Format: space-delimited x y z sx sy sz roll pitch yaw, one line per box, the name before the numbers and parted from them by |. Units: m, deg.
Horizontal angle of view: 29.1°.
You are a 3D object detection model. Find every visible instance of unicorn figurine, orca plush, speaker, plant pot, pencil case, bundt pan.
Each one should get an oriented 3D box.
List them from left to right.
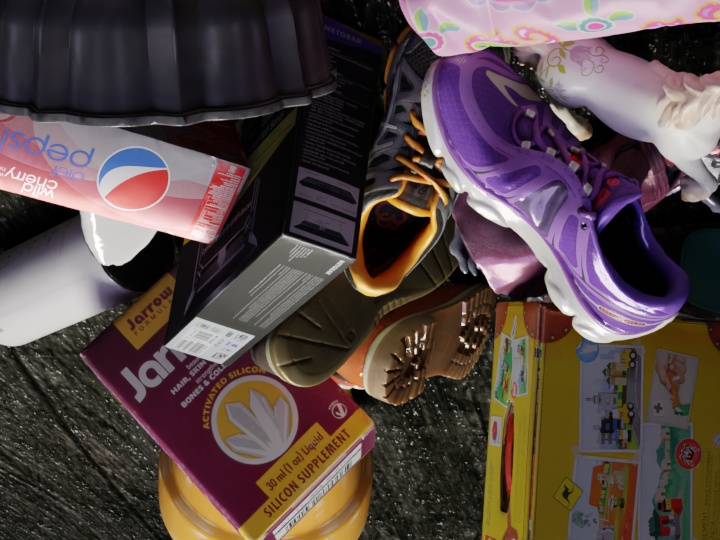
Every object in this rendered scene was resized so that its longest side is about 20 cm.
speaker | -0.239 0.002 1.138 0.081 0.082 0.199 33 144 -33
orca plush | -0.161 -0.104 0.937 0.104 0.071 0.202 -13 131 -16
bundt pan | -0.110 -0.138 0.766 0.199 0.202 0.077 4 109 14
plant pot | -0.080 0.142 1.229 0.197 0.202 0.185 11 135 2
pencil case | 0.117 -0.161 0.720 0.197 0.089 0.088 -3 148 26
unicorn figurine | 0.166 -0.095 0.770 0.197 0.075 0.137 13 168 21

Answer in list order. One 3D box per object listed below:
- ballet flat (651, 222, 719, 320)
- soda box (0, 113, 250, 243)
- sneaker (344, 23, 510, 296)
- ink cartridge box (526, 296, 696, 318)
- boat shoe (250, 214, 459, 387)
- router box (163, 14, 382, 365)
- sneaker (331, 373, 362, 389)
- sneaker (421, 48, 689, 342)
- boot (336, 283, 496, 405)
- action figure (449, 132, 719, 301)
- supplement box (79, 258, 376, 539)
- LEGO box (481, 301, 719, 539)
ballet flat | 0.227 0.004 0.992 0.197 0.070 0.071 4 168 22
soda box | -0.172 -0.081 0.855 0.198 0.070 0.064 16 117 -26
sneaker | 0.040 -0.070 0.849 0.077 0.078 0.202 17 116 -10
ink cartridge box | 0.216 0.090 1.049 0.197 0.148 0.084 10 153 5
boat shoe | 0.000 0.001 0.963 0.066 0.201 0.072 8 135 53
router box | -0.060 -0.046 0.905 0.052 0.159 0.200 18 151 -22
sneaker | -0.013 0.031 1.113 0.081 0.078 0.200 -15 142 29
sneaker | 0.117 -0.052 0.785 0.200 0.081 0.083 48 154 -6
boot | 0.031 0.038 1.062 0.106 0.076 0.199 21 -163 29
action figure | 0.159 -0.058 0.903 0.199 0.133 0.150 -36 84 38
supplement box | -0.099 0.101 1.074 0.200 0.131 0.103 44 169 11
LEGO box | 0.164 0.127 0.925 0.147 0.203 0.077 6 176 -17
